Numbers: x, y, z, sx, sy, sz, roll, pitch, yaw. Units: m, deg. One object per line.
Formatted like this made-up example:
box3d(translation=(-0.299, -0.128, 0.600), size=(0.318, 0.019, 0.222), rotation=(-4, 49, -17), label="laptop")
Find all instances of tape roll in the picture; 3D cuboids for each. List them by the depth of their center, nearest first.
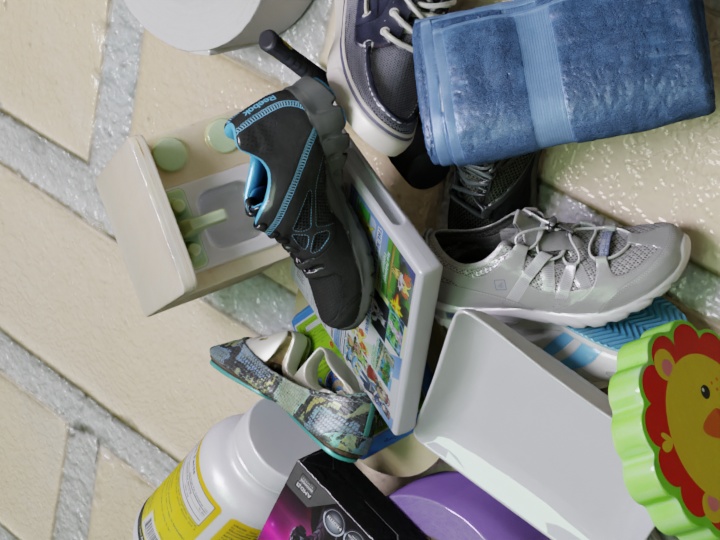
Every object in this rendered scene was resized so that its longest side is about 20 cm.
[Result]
box3d(translation=(-0.121, -0.281, 1.474), size=(0.202, 0.071, 0.203), rotation=(14, 112, 38), label="tape roll")
box3d(translation=(0.076, 0.269, 1.477), size=(0.199, 0.066, 0.201), rotation=(14, 112, 38), label="tape roll")

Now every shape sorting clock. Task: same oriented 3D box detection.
box3d(translation=(0.013, 0.073, 1.487), size=(0.200, 0.039, 0.201), rotation=(21, 117, 48), label="shape sorting clock")

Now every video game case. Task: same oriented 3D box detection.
box3d(translation=(0.000, 0.000, 1.380), size=(0.183, 0.022, 0.200), rotation=(56, 154, 32), label="video game case")

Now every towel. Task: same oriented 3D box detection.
box3d(translation=(0.136, -0.138, 1.223), size=(0.199, 0.049, 0.112), rotation=(-10, 69, 13), label="towel")

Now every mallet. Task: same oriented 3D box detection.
box3d(translation=(-0.002, -0.118, 1.337), size=(0.041, 0.200, 0.066), rotation=(-44, 53, 13), label="mallet")

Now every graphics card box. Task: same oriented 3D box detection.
box3d(translation=(-0.032, 0.256, 1.492), size=(0.125, 0.051, 0.200), rotation=(45, 128, 23), label="graphics card box")

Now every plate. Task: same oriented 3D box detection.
box3d(translation=(0.140, 0.126, 1.332), size=(0.199, 0.032, 0.200), rotation=(35, 148, 13), label="plate")

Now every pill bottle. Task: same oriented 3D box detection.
box3d(translation=(-0.110, 0.198, 1.588), size=(0.113, 0.112, 0.200), rotation=(55, 131, 14), label="pill bottle")

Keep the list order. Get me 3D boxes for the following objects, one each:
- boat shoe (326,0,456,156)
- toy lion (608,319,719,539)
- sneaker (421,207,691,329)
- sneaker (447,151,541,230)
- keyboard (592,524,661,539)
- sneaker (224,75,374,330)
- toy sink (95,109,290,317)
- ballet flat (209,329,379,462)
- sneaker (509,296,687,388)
box3d(translation=(0.029, -0.177, 1.311), size=(0.093, 0.074, 0.201), rotation=(-43, 34, 31), label="boat shoe")
box3d(translation=(0.243, 0.126, 1.194), size=(0.069, 0.191, 0.201), rotation=(-24, 88, 43), label="toy lion")
box3d(translation=(0.134, -0.007, 1.289), size=(0.199, 0.075, 0.082), rotation=(-11, 125, 20), label="sneaker")
box3d(translation=(0.084, -0.079, 1.327), size=(0.076, 0.114, 0.200), rotation=(39, 128, 29), label="sneaker")
box3d(translation=(0.224, 0.243, 1.373), size=(0.056, 0.011, 0.201), rotation=(-38, 77, 42), label="keyboard")
box3d(translation=(-0.045, -0.040, 1.304), size=(0.073, 0.082, 0.201), rotation=(38, 147, 56), label="sneaker")
box3d(translation=(-0.133, -0.049, 1.485), size=(0.131, 0.112, 0.200), rotation=(69, 163, 2), label="toy sink")
box3d(translation=(-0.050, 0.088, 1.500), size=(0.200, 0.074, 0.075), rotation=(31, 123, 41), label="ballet flat")
box3d(translation=(0.162, 0.058, 1.335), size=(0.199, 0.076, 0.081), rotation=(8, 124, 42), label="sneaker")
